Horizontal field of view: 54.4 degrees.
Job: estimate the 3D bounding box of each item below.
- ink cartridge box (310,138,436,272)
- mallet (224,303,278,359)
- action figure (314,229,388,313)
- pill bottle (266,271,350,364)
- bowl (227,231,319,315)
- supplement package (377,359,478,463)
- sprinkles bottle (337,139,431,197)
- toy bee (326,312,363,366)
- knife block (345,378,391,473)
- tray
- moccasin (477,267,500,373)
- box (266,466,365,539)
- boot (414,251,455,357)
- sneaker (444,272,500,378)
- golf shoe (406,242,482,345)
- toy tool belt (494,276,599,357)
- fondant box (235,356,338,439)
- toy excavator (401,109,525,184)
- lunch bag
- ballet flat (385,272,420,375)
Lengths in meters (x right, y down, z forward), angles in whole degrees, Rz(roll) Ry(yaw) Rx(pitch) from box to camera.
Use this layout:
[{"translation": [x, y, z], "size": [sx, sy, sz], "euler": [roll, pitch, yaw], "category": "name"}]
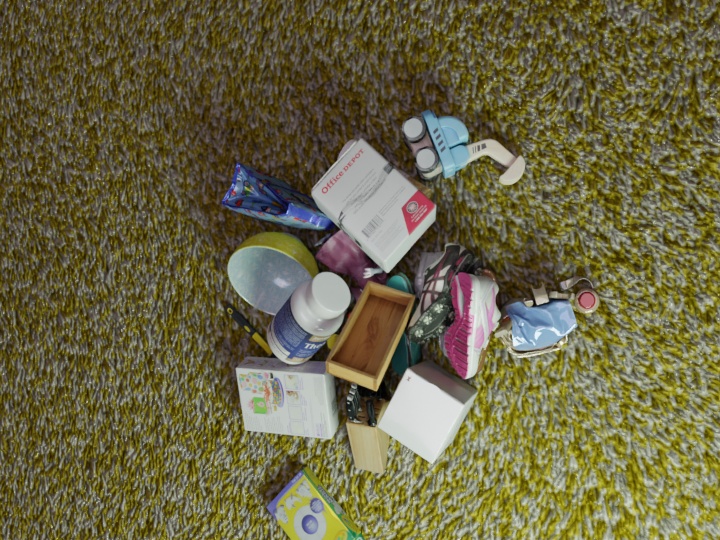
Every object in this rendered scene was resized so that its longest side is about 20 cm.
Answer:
[{"translation": [0.025, -0.122, 1.317], "size": [0.200, 0.083, 0.145], "euler": [43, 85, 14], "category": "ink cartridge box"}, {"translation": [-0.215, 0.135, 1.493], "size": [0.066, 0.041, 0.201], "euler": [-44, 72, 12], "category": "mallet"}, {"translation": [0.000, 0.000, 1.413], "size": [0.133, 0.149, 0.201], "euler": [-34, 98, 36], "category": "action figure"}, {"translation": [-0.097, 0.090, 1.345], "size": [0.112, 0.110, 0.200], "euler": [55, 138, 12], "category": "pill bottle"}, {"translation": [-0.164, -0.011, 1.433], "size": [0.195, 0.203, 0.109], "euler": [4, 45, 17], "category": "bowl"}, {"translation": [0.129, 0.253, 1.292], "size": [0.120, 0.199, 0.122], "euler": [30, 96, 16], "category": "supplement package"}, {"translation": [0.046, -0.185, 1.406], "size": [0.198, 0.068, 0.069], "euler": [35, 97, 15], "category": "sprinkles bottle"}, {"translation": [0.000, 0.140, 1.341], "size": [0.127, 0.200, 0.112], "euler": [7, 84, -4], "category": "toy bee"}, {"translation": [0.009, 0.298, 1.340], "size": [0.062, 0.175, 0.206], "euler": [7, 90, 18], "category": "knife block"}, {"translation": [0.021, 0.114, 1.263], "size": [0.096, 0.038, 0.202], "euler": [16, 49, 15], "category": "tray"}, {"translation": [0.219, 0.097, 1.334], "size": [0.072, 0.078, 0.207], "euler": [17, 93, 17], "category": "moccasin"}, {"translation": [-0.089, 0.520, 1.429], "size": [0.200, 0.048, 0.118], "euler": [46, 101, 12], "category": "box"}, {"translation": [0.151, 0.063, 1.369], "size": [0.093, 0.073, 0.206], "euler": [3, 82, 26], "category": "boot"}, {"translation": [0.210, 0.100, 1.261], "size": [0.081, 0.086, 0.205], "euler": [40, 131, 55], "category": "sneaker"}, {"translation": [0.146, 0.045, 1.307], "size": [0.202, 0.077, 0.088], "euler": [-54, 43, 6], "category": "golf shoe"}, {"translation": [0.341, 0.083, 1.273], "size": [0.196, 0.123, 0.128], "euler": [-22, 82, 15], "category": "toy tool belt"}, {"translation": [-0.148, 0.258, 1.428], "size": [0.194, 0.058, 0.148], "euler": [1, 111, 16], "category": "fondant box"}, {"translation": [0.197, -0.235, 1.355], "size": [0.196, 0.100, 0.199], "euler": [-23, 82, 6], "category": "toy excavator"}, {"translation": [-0.151, -0.124, 1.394], "size": [0.198, 0.149, 0.096], "euler": [27, 96, 35], "category": "lunch bag"}, {"translation": [0.085, 0.100, 1.376], "size": [0.066, 0.070, 0.206], "euler": [1, 101, 28], "category": "ballet flat"}]
